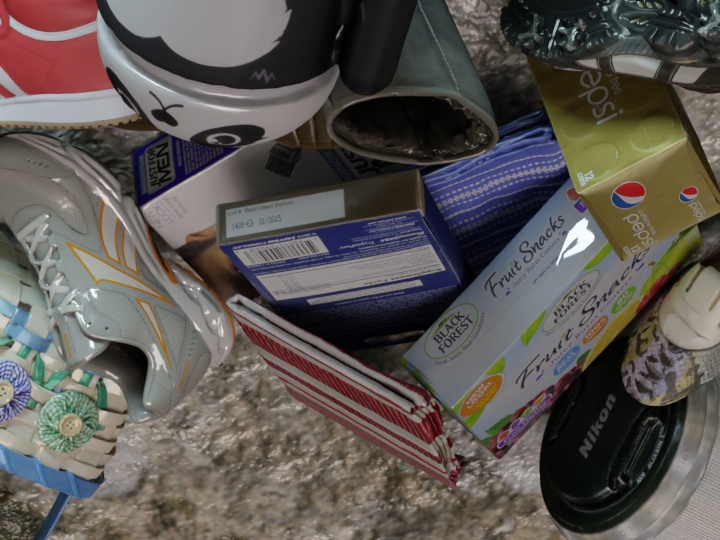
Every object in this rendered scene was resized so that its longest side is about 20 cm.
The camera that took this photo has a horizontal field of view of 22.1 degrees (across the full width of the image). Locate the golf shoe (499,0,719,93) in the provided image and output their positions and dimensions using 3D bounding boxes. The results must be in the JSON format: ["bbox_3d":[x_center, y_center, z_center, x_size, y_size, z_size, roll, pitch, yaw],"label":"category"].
[{"bbox_3d":[0.156,-0.125,0.970,0.094,0.200,0.078,27,86,-38],"label":"golf shoe"}]

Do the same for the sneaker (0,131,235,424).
[{"bbox_3d":[-0.164,0.006,1.106,0.200,0.092,0.076,46,141,-14],"label":"sneaker"}]

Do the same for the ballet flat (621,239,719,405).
[{"bbox_3d":[0.245,0.004,1.214,0.200,0.072,0.072,-42,130,-10],"label":"ballet flat"}]

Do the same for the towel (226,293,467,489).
[{"bbox_3d":[-0.005,0.078,1.193,0.023,0.143,0.200,-58,162,-12],"label":"towel"}]

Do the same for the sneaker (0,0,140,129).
[{"bbox_3d":[-0.211,-0.139,1.040,0.199,0.071,0.113,1,111,22],"label":"sneaker"}]

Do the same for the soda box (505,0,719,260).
[{"bbox_3d":[0.141,-0.104,1.052,0.067,0.201,0.064,-27,134,13],"label":"soda box"}]

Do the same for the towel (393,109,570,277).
[{"bbox_3d":[0.073,-0.024,1.172,0.144,0.024,0.200,-22,153,4],"label":"towel"}]

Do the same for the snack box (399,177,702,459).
[{"bbox_3d":[0.125,0.017,1.169,0.200,0.053,0.142,-47,154,-2],"label":"snack box"}]

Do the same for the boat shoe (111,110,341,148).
[{"bbox_3d":[-0.060,-0.117,1.063,0.199,0.065,0.074,7,123,13],"label":"boat shoe"}]

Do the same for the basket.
[{"bbox_3d":[-0.243,0.088,1.187,0.176,0.139,0.200,26,111,-29],"label":"basket"}]

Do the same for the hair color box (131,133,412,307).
[{"bbox_3d":[-0.030,-0.070,1.143,0.199,0.065,0.109,-28,130,16],"label":"hair color box"}]

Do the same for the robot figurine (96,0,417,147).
[{"bbox_3d":[-0.056,-0.151,0.835,0.124,0.151,0.201,-8,135,-25],"label":"robot figurine"}]

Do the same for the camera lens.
[{"bbox_3d":[0.239,0.145,1.309,0.199,0.160,0.160,27,121,-29],"label":"camera lens"}]

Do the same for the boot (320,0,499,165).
[{"bbox_3d":[0.034,-0.144,0.987,0.181,0.201,0.073,-4,134,-26],"label":"boot"}]

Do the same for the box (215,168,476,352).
[{"bbox_3d":[0.000,0.000,1.122,0.120,0.033,0.200,-10,155,12],"label":"box"}]
